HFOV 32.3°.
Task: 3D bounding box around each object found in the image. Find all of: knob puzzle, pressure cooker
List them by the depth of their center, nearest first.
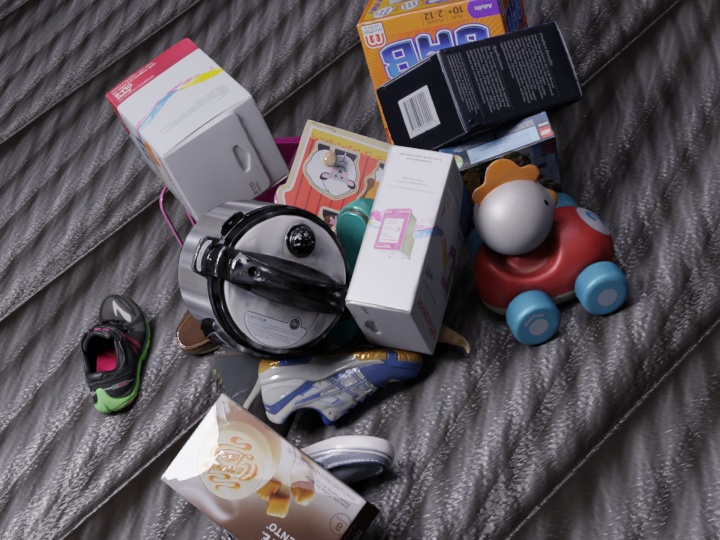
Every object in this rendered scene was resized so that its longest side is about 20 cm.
[{"bbox_3d":[-0.110,0.006,1.438,0.175,0.180,0.200,-29,17,-21],"label":"pressure cooker"},{"bbox_3d":[-0.011,-0.069,1.563,0.218,0.221,0.030,-29,6,-7],"label":"knob puzzle"}]

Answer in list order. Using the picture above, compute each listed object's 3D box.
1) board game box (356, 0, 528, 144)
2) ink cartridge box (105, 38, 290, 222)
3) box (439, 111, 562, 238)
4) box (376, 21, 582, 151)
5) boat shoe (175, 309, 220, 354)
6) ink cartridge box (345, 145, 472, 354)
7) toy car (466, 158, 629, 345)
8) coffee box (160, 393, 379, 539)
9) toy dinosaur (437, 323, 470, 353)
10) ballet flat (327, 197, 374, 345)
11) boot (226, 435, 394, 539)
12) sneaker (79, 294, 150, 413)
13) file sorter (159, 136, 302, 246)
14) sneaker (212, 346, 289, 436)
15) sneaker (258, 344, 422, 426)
[{"bbox_3d":[0.130,-0.314,1.775,0.198,0.202,0.201,-8,30,18],"label":"board game box"},{"bbox_3d":[-0.215,-0.181,1.652,0.144,0.146,0.200,-36,44,-10],"label":"ink cartridge box"},{"bbox_3d":[0.181,-0.115,1.565,0.135,0.200,0.038,-20,66,4],"label":"box"},{"bbox_3d":[0.147,-0.219,1.539,0.199,0.105,0.148,-20,0,-33],"label":"box"},{"bbox_3d":[-0.172,0.038,1.604,0.202,0.075,0.075,-39,74,19],"label":"boat shoe"},{"bbox_3d":[0.060,-0.021,1.456,0.084,0.145,0.202,11,71,19],"label":"ink cartridge box"},{"bbox_3d":[0.206,-0.055,1.481,0.175,0.201,0.185,-22,40,0],"label":"toy car"},{"bbox_3d":[-0.095,0.238,1.319,0.199,0.080,0.115,34,82,19],"label":"coffee box"},{"bbox_3d":[0.078,0.062,1.543,0.198,0.058,0.102,10,65,38],"label":"toy dinosaur"},{"bbox_3d":[0.000,0.000,1.522,0.067,0.202,0.070,22,35,22],"label":"ballet flat"},{"bbox_3d":[-0.055,0.248,1.385,0.198,0.073,0.091,-14,51,18],"label":"boot"},{"bbox_3d":[-0.329,0.096,1.661,0.076,0.084,0.201,-17,40,6],"label":"sneaker"},{"bbox_3d":[-0.160,-0.091,1.745,0.198,0.140,0.126,1,46,26],"label":"file sorter"},{"bbox_3d":[-0.144,0.164,1.521,0.105,0.075,0.201,-12,40,33],"label":"sneaker"},{"bbox_3d":[-0.022,0.138,1.485,0.198,0.089,0.075,-4,2,-9],"label":"sneaker"}]
